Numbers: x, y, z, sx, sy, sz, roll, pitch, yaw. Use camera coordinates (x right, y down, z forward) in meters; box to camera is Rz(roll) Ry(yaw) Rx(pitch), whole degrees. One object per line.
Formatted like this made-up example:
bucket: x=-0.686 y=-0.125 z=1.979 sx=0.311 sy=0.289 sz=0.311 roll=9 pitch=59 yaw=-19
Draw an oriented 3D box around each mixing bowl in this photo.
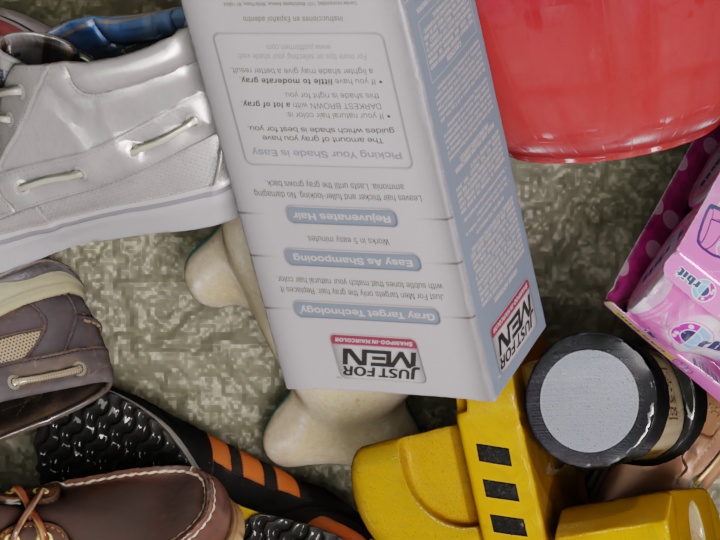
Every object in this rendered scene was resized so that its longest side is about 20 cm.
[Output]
mixing bowl: x=0.100 y=-0.110 z=1.155 sx=0.199 sy=0.200 sz=0.109 roll=-10 pitch=105 yaw=2

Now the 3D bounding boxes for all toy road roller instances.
toy road roller: x=0.082 y=0.121 z=1.184 sx=0.145 sy=0.123 sz=0.201 roll=-13 pitch=83 yaw=17

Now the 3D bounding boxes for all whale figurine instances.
whale figurine: x=0.000 y=0.000 z=1.242 sx=0.158 sy=0.104 sz=0.201 roll=4 pitch=126 yaw=0

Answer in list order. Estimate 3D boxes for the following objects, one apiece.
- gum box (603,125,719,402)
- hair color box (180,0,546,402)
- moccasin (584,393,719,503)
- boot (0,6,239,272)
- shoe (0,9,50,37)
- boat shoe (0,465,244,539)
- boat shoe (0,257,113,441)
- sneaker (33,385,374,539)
gum box: x=0.196 y=-0.023 z=1.178 sx=0.113 sy=0.066 sz=0.200 roll=38 pitch=55 yaw=-8
hair color box: x=0.002 y=-0.048 z=1.098 sx=0.099 sy=0.061 sz=0.201 roll=3 pitch=122 yaw=28
moccasin: x=0.123 y=0.143 z=1.274 sx=0.077 sy=0.074 sz=0.202 roll=28 pitch=91 yaw=5
boot: x=-0.137 y=-0.060 z=1.161 sx=0.199 sy=0.074 sz=0.096 roll=-12 pitch=122 yaw=21
shoe: x=-0.210 y=-0.091 z=1.206 sx=0.199 sy=0.091 sz=0.072 roll=21 pitch=101 yaw=-4
boat shoe: x=-0.152 y=0.130 z=1.197 sx=0.199 sy=0.071 sz=0.070 roll=-22 pitch=130 yaw=7
boat shoe: x=-0.198 y=0.069 z=1.215 sx=0.199 sy=0.075 sz=0.073 roll=-31 pitch=71 yaw=-14
sneaker: x=-0.060 y=0.117 z=1.268 sx=0.200 sy=0.090 sz=0.070 roll=29 pitch=98 yaw=23
